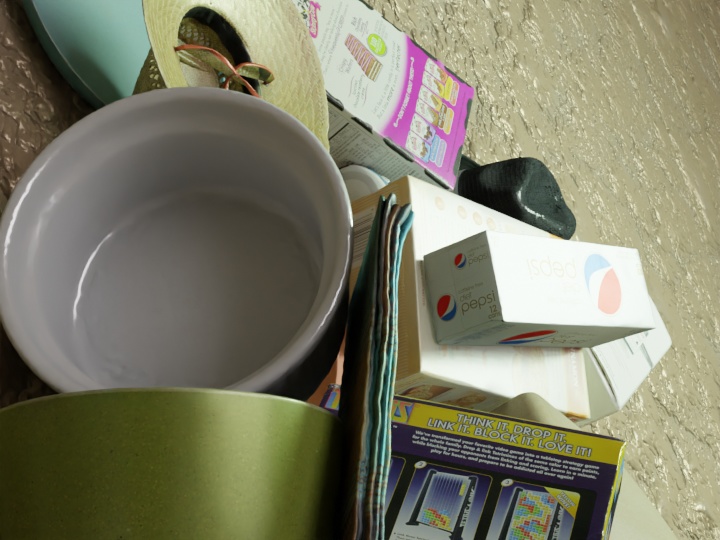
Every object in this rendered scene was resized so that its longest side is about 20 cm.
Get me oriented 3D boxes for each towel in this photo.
[{"bbox_3d":[0.002,0.080,0.707,0.022,0.147,0.201,8,62,-4],"label":"towel"}]

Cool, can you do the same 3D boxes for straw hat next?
[{"bbox_3d":[-0.110,-0.127,0.901,0.201,0.085,0.202,33,47,-43],"label":"straw hat"}]

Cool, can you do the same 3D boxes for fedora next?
[{"bbox_3d":[0.152,-0.056,1.306,0.200,0.091,0.202,42,31,-33],"label":"fedora"}]

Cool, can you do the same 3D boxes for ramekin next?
[{"bbox_3d":[-0.098,0.005,0.752,0.098,0.199,0.202,77,1,-63],"label":"ramekin"}]

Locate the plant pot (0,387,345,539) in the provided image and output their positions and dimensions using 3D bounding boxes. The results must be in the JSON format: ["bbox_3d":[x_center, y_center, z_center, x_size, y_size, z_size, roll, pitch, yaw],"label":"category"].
[{"bbox_3d":[-0.097,0.178,0.653,0.187,0.186,0.202,22,60,-50],"label":"plant pot"}]

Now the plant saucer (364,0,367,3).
[{"bbox_3d":[-0.002,-0.191,1.245,0.200,0.029,0.201,38,37,-36],"label":"plant saucer"}]

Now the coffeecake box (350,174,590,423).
[{"bbox_3d":[0.085,0.034,1.019,0.199,0.073,0.155,18,60,-41],"label":"coffeecake box"}]

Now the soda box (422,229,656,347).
[{"bbox_3d":[0.137,0.017,0.979,0.199,0.063,0.069,5,70,-47],"label":"soda box"}]

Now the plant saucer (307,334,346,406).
[{"bbox_3d":[-0.057,0.058,0.874,0.200,0.037,0.202,17,70,-58],"label":"plant saucer"}]

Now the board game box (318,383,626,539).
[{"bbox_3d":[0.048,0.160,0.796,0.166,0.198,0.057,-62,156,-46],"label":"board game box"}]

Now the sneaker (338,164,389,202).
[{"bbox_3d":[0.000,0.000,1.047,0.086,0.075,0.201,15,54,-47],"label":"sneaker"}]

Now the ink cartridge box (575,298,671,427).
[{"bbox_3d":[0.184,0.087,1.194,0.085,0.145,0.200,63,28,2],"label":"ink cartridge box"}]

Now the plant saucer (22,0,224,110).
[{"bbox_3d":[-0.175,-0.180,0.952,0.200,0.027,0.201,39,36,-36],"label":"plant saucer"}]

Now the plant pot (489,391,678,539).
[{"bbox_3d":[0.126,0.214,0.963,0.200,0.199,0.178,38,28,-37],"label":"plant pot"}]

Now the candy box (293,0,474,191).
[{"bbox_3d":[-0.001,-0.156,1.127,0.199,0.061,0.137,36,45,-21],"label":"candy box"}]
